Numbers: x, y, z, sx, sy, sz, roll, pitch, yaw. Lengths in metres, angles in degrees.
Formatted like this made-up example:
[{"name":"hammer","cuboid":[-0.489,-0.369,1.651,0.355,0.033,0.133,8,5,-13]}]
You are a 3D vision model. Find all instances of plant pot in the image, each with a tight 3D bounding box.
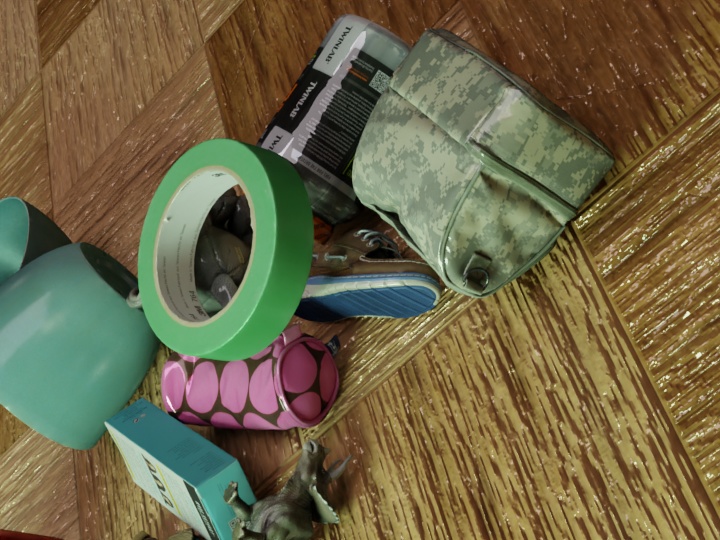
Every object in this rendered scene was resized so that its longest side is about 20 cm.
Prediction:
[{"name":"plant pot","cuboid":[-0.311,0.068,1.411,0.161,0.200,0.201,-46,39,6]},{"name":"plant pot","cuboid":[-0.408,0.028,1.590,0.200,0.135,0.201,-28,48,36]}]

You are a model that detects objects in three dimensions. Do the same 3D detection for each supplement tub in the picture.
[{"name":"supplement tub","cuboid":[-0.021,-0.133,1.243,0.200,0.122,0.122,-57,37,-1]}]

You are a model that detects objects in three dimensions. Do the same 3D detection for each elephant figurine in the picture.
[{"name":"elephant figurine","cuboid":[-0.178,0.010,1.365,0.142,0.155,0.200,52,129,6]}]

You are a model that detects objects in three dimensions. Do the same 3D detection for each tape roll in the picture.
[{"name":"tape roll","cuboid":[-0.127,-0.019,1.188,0.200,0.048,0.201,-12,72,44]}]

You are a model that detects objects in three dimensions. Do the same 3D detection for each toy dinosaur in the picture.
[{"name":"toy dinosaur","cuboid":[-0.082,0.242,1.116,0.201,0.102,0.077,-64,29,11]}]

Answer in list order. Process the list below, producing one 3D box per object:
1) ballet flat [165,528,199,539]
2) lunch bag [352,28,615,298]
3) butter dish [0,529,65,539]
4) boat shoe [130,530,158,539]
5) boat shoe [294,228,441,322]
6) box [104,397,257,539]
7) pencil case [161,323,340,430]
[{"name":"ballet flat","cuboid":[-0.186,0.294,1.167,0.200,0.065,0.071,-96,23,-67]},{"name":"lunch bag","cuboid":[0.087,-0.087,1.083,0.168,0.139,0.200,-53,37,9]},{"name":"butter dish","cuboid":[-0.353,0.376,1.296,0.148,0.200,0.200,25,86,29]},{"name":"boat shoe","cuboid":[-0.236,0.353,1.245,0.070,0.070,0.200,24,76,16]},{"name":"boat shoe","cuboid":[0.000,0.000,1.185,0.200,0.072,0.073,-5,62,48]},{"name":"box","cuboid":[-0.171,0.193,1.244,0.049,0.083,0.200,-34,29,-24]},{"name":"pencil case","cuboid":[-0.110,0.102,1.233,0.200,0.094,0.091,-9,23,44]}]
